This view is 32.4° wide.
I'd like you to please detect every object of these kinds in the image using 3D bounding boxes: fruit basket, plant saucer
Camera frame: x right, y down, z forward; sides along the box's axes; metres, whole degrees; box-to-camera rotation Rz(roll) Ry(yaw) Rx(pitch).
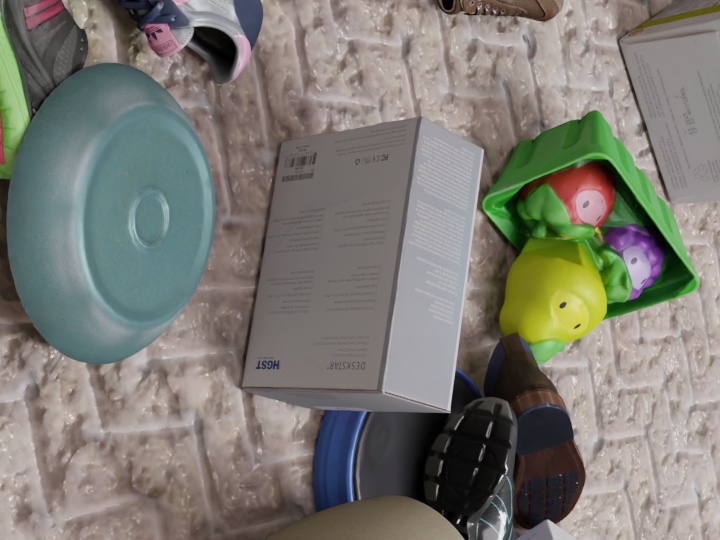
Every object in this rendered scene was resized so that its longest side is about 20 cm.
[{"bbox_3d":[0.205,-0.012,1.150,0.215,0.155,0.218,31,49,-43],"label":"fruit basket"},{"bbox_3d":[-0.151,-0.036,0.824,0.199,0.036,0.202,-17,109,-60],"label":"plant saucer"}]

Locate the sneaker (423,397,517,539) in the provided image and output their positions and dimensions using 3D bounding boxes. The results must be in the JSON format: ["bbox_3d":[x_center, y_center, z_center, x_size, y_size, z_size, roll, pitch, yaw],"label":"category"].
[{"bbox_3d":[0.090,0.205,1.017,0.079,0.075,0.202,31,71,-53],"label":"sneaker"}]

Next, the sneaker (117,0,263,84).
[{"bbox_3d":[-0.143,-0.198,0.861,0.199,0.070,0.083,21,71,-44],"label":"sneaker"}]

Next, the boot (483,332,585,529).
[{"bbox_3d":[0.156,0.148,1.120,0.201,0.074,0.098,82,-4,-46],"label":"boot"}]

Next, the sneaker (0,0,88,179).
[{"bbox_3d":[-0.222,-0.160,0.796,0.084,0.076,0.203,-6,95,-60],"label":"sneaker"}]

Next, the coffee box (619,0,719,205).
[{"bbox_3d":[0.437,-0.207,1.340,0.197,0.199,0.201,-36,111,-40],"label":"coffee box"}]

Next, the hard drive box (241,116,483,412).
[{"bbox_3d":[0.000,0.000,0.930,0.076,0.155,0.202,21,73,-42],"label":"hard drive box"}]

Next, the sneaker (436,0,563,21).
[{"bbox_3d":[0.102,-0.260,1.125,0.199,0.070,0.076,23,90,-37],"label":"sneaker"}]

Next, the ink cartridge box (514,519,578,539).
[{"bbox_3d":[0.196,0.335,1.082,0.115,0.068,0.201,36,27,-36],"label":"ink cartridge box"}]

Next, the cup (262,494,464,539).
[{"bbox_3d":[0.008,0.246,0.891,0.143,0.199,0.202,-41,114,-42],"label":"cup"}]

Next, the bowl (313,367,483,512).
[{"bbox_3d":[0.046,0.168,1.041,0.199,0.039,0.203,5,83,-44],"label":"bowl"}]
